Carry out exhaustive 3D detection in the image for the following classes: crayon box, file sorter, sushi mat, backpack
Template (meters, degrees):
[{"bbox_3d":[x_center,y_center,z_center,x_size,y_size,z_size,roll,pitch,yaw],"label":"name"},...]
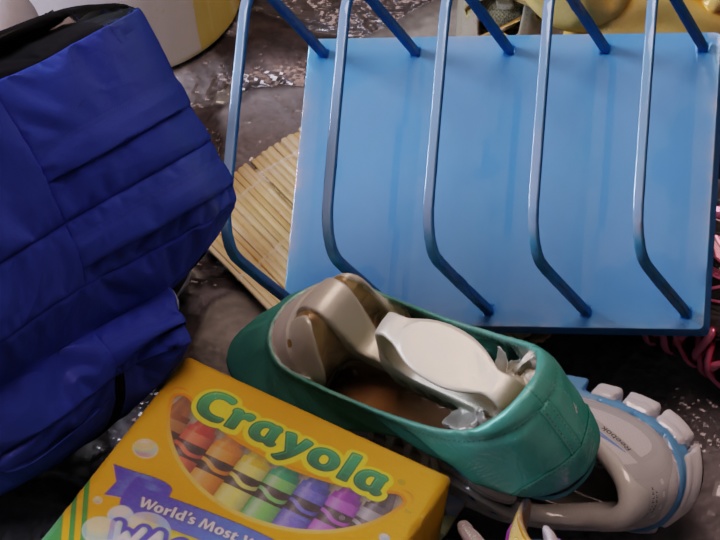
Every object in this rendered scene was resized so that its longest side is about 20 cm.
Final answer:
[{"bbox_3d":[-0.050,0.116,1.175,0.125,0.052,0.200,23,45,14],"label":"crayon box"},{"bbox_3d":[0.050,-0.053,1.307,0.199,0.123,0.140,1,76,18],"label":"file sorter"},{"bbox_3d":[0.000,0.000,1.409,0.095,0.012,0.200,-35,48,-12],"label":"sushi mat"},{"bbox_3d":[-0.152,-0.006,1.220,0.162,0.168,0.200,-16,18,49],"label":"backpack"}]

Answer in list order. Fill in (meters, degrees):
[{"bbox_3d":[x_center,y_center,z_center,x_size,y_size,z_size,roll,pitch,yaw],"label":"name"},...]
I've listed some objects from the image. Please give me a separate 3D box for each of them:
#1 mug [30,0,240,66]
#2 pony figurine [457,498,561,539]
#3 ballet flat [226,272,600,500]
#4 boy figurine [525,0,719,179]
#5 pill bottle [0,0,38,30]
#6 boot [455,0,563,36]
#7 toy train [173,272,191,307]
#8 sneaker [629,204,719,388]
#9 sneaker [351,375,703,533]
[{"bbox_3d":[-0.132,-0.216,1.579,0.149,0.154,0.187,20,45,25],"label":"mug"},{"bbox_3d":[0.081,0.186,1.115,0.192,0.167,0.200,15,58,31],"label":"pony figurine"},{"bbox_3d":[0.014,0.035,1.228,0.199,0.071,0.067,20,58,40],"label":"ballet flat"},{"bbox_3d":[0.143,-0.103,1.408,0.200,0.124,0.065,34,17,-20],"label":"boy figurine"},{"bbox_3d":[-0.216,-0.085,1.461,0.199,0.112,0.112,1,40,4],"label":"pill bottle"},{"bbox_3d":[0.070,-0.125,1.456,0.072,0.155,0.200,6,40,13],"label":"boot"},{"bbox_3d":[-0.166,-0.026,1.361,0.199,0.085,0.114,31,29,-18],"label":"toy train"},{"bbox_3d":[0.171,0.021,1.352,0.199,0.079,0.096,5,52,11],"label":"sneaker"},{"bbox_3d":[0.044,0.068,1.273,0.199,0.075,0.087,13,12,20],"label":"sneaker"}]
